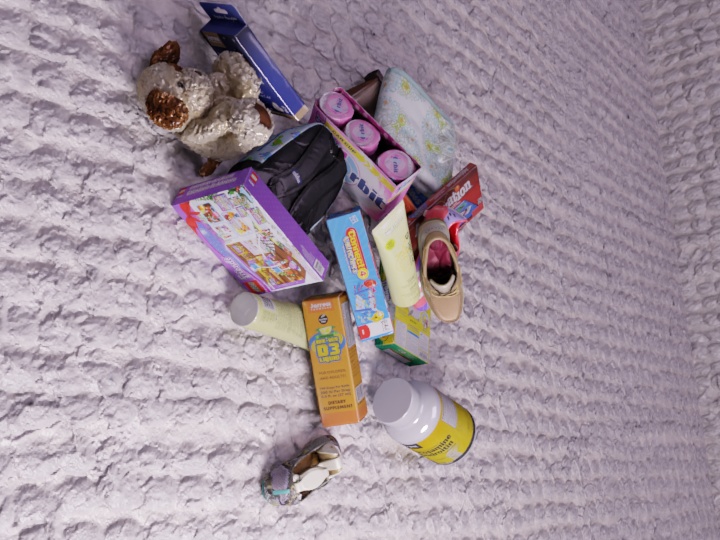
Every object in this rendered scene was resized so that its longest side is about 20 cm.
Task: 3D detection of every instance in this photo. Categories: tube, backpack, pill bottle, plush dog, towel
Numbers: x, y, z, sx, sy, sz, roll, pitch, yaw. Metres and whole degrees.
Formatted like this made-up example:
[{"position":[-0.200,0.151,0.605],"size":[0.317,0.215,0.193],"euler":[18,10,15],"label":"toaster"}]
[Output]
[{"position":[-0.122,0.075,1.572],"size":[0.058,0.052,0.200],"euler":[-59,151,5],"label":"tube"},{"position":[-0.105,-0.143,1.600],"size":[0.200,0.153,0.164],"euler":[-46,117,-28],"label":"backpack"},{"position":[0.108,0.255,1.798],"size":[0.200,0.111,0.113],"euler":[36,51,-46],"label":"pill bottle"},{"position":[-0.233,-0.227,1.451],"size":[0.171,0.161,0.201],"euler":[29,26,-32],"label":"plush dog"},{"position":[0.060,-0.021,1.718],"size":[0.201,0.051,0.058],"euler":[75,10,-46],"label":"tube"},{"position":[0.099,-0.243,1.875],"size":[0.200,0.048,0.172],"euler":[38,48,-34],"label":"towel"}]

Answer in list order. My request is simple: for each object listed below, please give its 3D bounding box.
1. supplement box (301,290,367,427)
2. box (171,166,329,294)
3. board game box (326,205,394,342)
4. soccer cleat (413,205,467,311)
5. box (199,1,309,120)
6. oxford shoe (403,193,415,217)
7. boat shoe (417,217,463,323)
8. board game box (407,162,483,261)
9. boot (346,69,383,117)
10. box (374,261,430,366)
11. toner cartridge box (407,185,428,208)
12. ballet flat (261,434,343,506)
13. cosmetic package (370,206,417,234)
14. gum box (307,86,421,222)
[{"position":[-0.041,0.137,1.628],"size":[0.069,0.066,0.202],"euler":[-16,96,-77],"label":"supplement box"},{"position":[-0.154,-0.051,1.479],"size":[0.200,0.136,0.039],"euler":[52,41,-34],"label":"box"},{"position":[0.000,0.000,1.687],"size":[0.200,0.055,0.198],"euler":[-92,166,-84],"label":"board game box"},{"position":[0.134,-0.015,1.826],"size":[0.067,0.076,0.202],"euler":[-20,125,-53],"label":"soccer cleat"},{"position":[-0.169,-0.313,1.568],"size":[0.032,0.121,0.200],"euler":[-46,125,-14],"label":"box"},{"position":[0.026,-0.168,1.824],"size":[0.200,0.071,0.073],"euler":[43,39,-19],"label":"oxford shoe"},{"position":[0.135,0.012,1.776],"size":[0.067,0.073,0.201],"euler":[-96,171,-60],"label":"boat shoe"},{"position":[0.147,-0.097,1.875],"size":[0.200,0.019,0.103],"euler":[-42,137,-25],"label":"board game box"},{"position":[0.032,-0.276,1.903],"size":[0.200,0.070,0.147],"euler":[-49,121,-53],"label":"boot"},{"position":[0.080,0.059,1.885],"size":[0.117,0.048,0.202],"euler":[34,54,-46],"label":"box"},{"position":[0.113,-0.208,1.985],"size":[0.095,0.043,0.201],"euler":[50,30,-19],"label":"toner cartridge box"},{"position":[-0.065,0.298,1.559],"size":[0.200,0.072,0.073],"euler":[-23,98,-57],"label":"ballet flat"},{"position":[0.092,-0.070,1.942],"size":[0.200,0.050,0.083],"euler":[34,49,-47],"label":"cosmetic package"},{"position":[-0.006,-0.191,1.695],"size":[0.200,0.114,0.066],"euler":[45,60,9],"label":"gum box"}]
